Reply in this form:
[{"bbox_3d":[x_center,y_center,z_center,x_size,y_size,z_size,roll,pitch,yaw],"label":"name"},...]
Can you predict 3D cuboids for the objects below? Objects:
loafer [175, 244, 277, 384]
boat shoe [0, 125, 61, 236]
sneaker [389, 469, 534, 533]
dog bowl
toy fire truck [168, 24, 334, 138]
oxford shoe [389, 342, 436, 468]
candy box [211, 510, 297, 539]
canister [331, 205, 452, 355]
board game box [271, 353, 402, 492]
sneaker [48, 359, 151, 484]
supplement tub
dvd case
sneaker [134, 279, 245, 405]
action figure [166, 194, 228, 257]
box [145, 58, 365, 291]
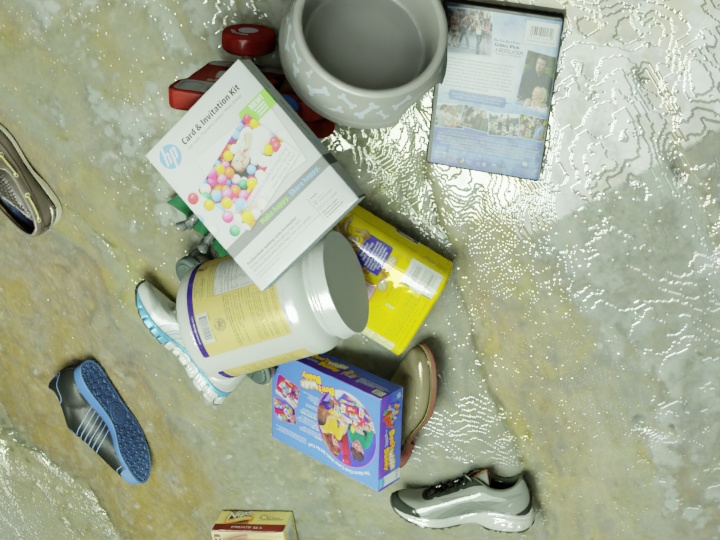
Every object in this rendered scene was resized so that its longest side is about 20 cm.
[{"bbox_3d":[-0.164,0.055,1.579,0.072,0.063,0.201,-23,104,52],"label":"loafer"},{"bbox_3d":[-0.485,-0.131,1.592,0.071,0.060,0.201,-33,102,26],"label":"boat shoe"},{"bbox_3d":[0.138,0.307,1.623,0.197,0.074,0.081,-1,105,9],"label":"sneaker"},{"bbox_3d":[0.008,-0.262,1.327,0.198,0.202,0.059,30,160,0],"label":"dog bowl"},{"bbox_3d":[-0.108,-0.208,1.394,0.197,0.168,0.114,11,117,10],"label":"toy fire truck"},{"bbox_3d":[0.045,0.185,1.572,0.074,0.071,0.202,0,121,-30],"label":"oxford shoe"},{"bbox_3d":[-0.144,0.456,1.769,0.114,0.055,0.203,-2,113,16],"label":"candy box"},{"bbox_3d":[0.000,0.000,1.507,0.198,0.087,0.149,31,119,-2],"label":"canister"},{"bbox_3d":[-0.034,0.189,1.570,0.198,0.044,0.136,21,119,38],"label":"board game box"},{"bbox_3d":[-0.378,0.226,1.726,0.077,0.070,0.202,-21,101,27],"label":"sneaker"},{"bbox_3d":[-0.104,0.039,1.420,0.197,0.146,0.147,-16,109,21],"label":"supplement tub"},{"bbox_3d":[0.156,-0.212,1.405,0.141,0.018,0.203,11,117,11],"label":"dvd case"},{"bbox_3d":[-0.224,0.081,1.622,0.086,0.075,0.201,-37,103,13],"label":"sneaker"},{"bbox_3d":[-0.155,-0.111,1.519,0.118,0.055,0.200,42,113,-3],"label":"action figure"},{"bbox_3d":[-0.115,-0.105,1.306,0.156,0.041,0.201,-41,87,16],"label":"box"}]
